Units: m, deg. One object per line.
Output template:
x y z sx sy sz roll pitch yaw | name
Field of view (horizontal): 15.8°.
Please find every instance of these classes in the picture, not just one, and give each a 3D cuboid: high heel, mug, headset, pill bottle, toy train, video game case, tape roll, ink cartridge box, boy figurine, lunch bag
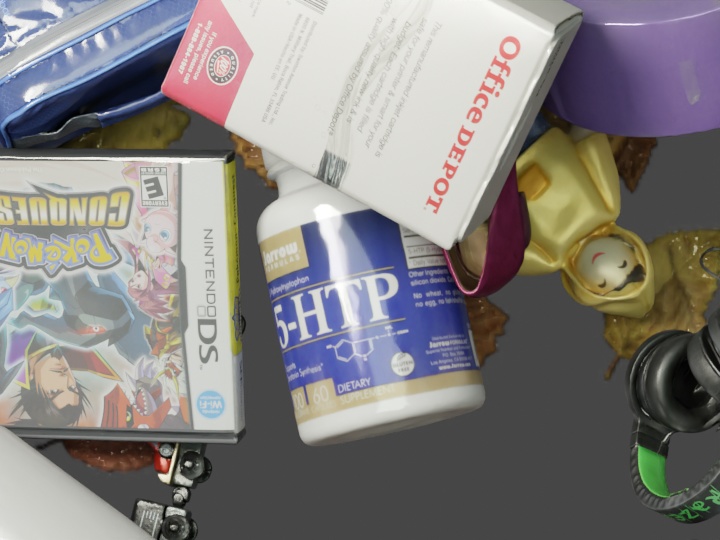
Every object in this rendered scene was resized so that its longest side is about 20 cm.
0.059 -0.085 1.557 0.067 0.096 0.201 -16 102 22 | high heel
-0.231 0.186 1.565 0.187 0.149 0.153 -43 74 -12 | mug
0.232 0.066 1.619 0.094 0.123 0.201 24 63 -23 | headset
0.000 0.000 1.608 0.119 0.120 0.201 -12 83 -4 | pill bottle
-0.114 0.104 1.635 0.046 0.034 0.201 12 83 11 | toy train
-0.172 0.015 1.597 0.199 0.026 0.181 1 103 11 | video game case
0.191 -0.174 1.597 0.199 0.200 0.085 -19 128 -4 | tape roll
0.008 -0.125 1.496 0.200 0.084 0.145 29 110 10 | ink cartridge box
0.112 -0.046 1.648 0.124 0.064 0.200 -35 82 -9 | boy figurine
-0.159 -0.158 1.614 0.200 0.136 0.133 -28 85 -7 | lunch bag
